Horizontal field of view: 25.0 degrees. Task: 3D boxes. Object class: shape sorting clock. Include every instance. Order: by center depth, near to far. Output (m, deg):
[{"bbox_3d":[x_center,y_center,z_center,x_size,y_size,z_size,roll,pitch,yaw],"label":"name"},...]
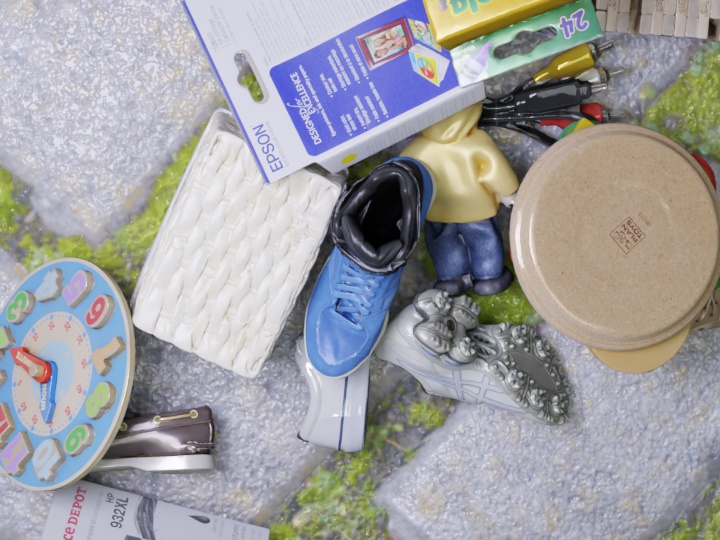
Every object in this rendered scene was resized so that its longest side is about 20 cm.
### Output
[{"bbox_3d":[-0.265,0.088,1.389,0.039,0.199,0.202,12,101,-46],"label":"shape sorting clock"}]

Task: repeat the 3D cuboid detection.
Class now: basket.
[{"bbox_3d":[-0.106,-0.023,1.394,0.135,0.123,0.201,24,97,-6],"label":"basket"}]

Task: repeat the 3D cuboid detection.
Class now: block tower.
[{"bbox_3d":[0.298,-0.228,1.413,0.198,0.058,0.055,3,100,-4],"label":"block tower"}]

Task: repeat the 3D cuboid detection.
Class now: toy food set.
[{"bbox_3d":[0.223,-0.029,1.385,0.199,0.049,0.199,33,83,-6],"label":"toy food set"}]

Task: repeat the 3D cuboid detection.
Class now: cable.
[{"bbox_3d":[0.138,-0.143,1.438,0.198,0.050,0.098,-7,109,11],"label":"cable"}]

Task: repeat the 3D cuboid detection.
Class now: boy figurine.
[{"bbox_3d":[0.079,-0.078,1.408,0.123,0.064,0.202,-4,107,25],"label":"boy figurine"}]

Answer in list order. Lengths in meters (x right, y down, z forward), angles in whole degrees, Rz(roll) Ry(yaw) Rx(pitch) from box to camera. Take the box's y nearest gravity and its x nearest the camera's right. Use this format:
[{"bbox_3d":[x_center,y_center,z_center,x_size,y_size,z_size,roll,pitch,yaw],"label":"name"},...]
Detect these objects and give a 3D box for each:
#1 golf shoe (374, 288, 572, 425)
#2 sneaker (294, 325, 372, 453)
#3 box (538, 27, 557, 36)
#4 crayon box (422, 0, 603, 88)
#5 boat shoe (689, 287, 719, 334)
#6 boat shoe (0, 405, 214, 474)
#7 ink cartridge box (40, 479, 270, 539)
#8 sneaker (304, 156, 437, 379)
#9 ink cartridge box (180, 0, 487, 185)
[{"bbox_3d":[0.101,0.085,1.451,0.199,0.079,0.097,33,140,-27],"label":"golf shoe"},{"bbox_3d":[-0.024,0.063,1.438,0.070,0.073,0.202,4,96,1],"label":"sneaker"},{"bbox_3d":[0.163,-0.315,1.365,0.132,0.115,0.201,32,98,-8],"label":"box"},{"bbox_3d":[0.101,-0.261,1.276,0.125,0.052,0.202,-19,85,13],"label":"crayon box"},{"bbox_3d":[0.289,0.028,1.448,0.198,0.065,0.072,-13,99,0],"label":"boat shoe"},{"bbox_3d":[-0.228,0.150,1.446,0.198,0.072,0.060,-1,80,4],"label":"boat shoe"},{"bbox_3d":[-0.188,0.274,1.415,0.198,0.145,0.084,16,118,-7],"label":"ink cartridge box"},{"bbox_3d":[-0.001,-0.001,1.338,0.076,0.111,0.201,28,98,9],"label":"sneaker"},{"bbox_3d":[-0.023,-0.185,1.359,0.199,0.047,0.199,-26,67,0],"label":"ink cartridge box"}]
